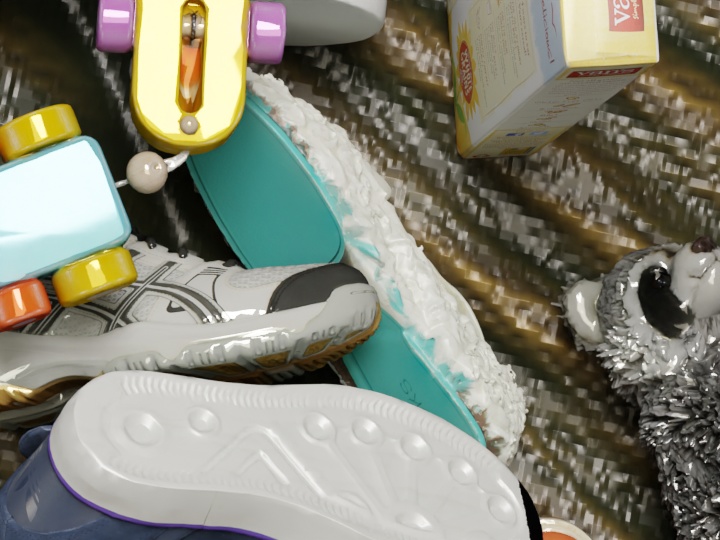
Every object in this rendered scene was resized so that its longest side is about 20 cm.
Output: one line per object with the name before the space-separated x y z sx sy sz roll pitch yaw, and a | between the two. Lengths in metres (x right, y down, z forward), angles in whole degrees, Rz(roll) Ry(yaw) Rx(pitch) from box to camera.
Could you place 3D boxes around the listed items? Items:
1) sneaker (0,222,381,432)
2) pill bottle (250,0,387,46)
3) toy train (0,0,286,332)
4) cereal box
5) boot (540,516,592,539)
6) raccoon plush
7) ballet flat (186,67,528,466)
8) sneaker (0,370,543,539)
sneaker | -0.093 0.007 0.860 0.199 0.076 0.088 -8 75 6
pill bottle | -0.029 -0.197 0.889 0.113 0.114 0.201 7 83 -9
toy train | -0.114 -0.078 0.817 0.150 0.056 0.201 30 80 -4
cereal box | 0.067 -0.128 0.853 0.039 0.200 0.145 -3 85 -9
boot | 0.055 0.191 0.867 0.075 0.107 0.201 21 80 -5
raccoon plush | 0.129 0.085 0.912 0.096 0.134 0.201 1 114 -44
ballet flat | 0.000 0.000 0.904 0.072 0.072 0.200 -34 93 -11
sneaker | -0.047 0.115 0.863 0.199 0.147 0.081 13 44 -22
